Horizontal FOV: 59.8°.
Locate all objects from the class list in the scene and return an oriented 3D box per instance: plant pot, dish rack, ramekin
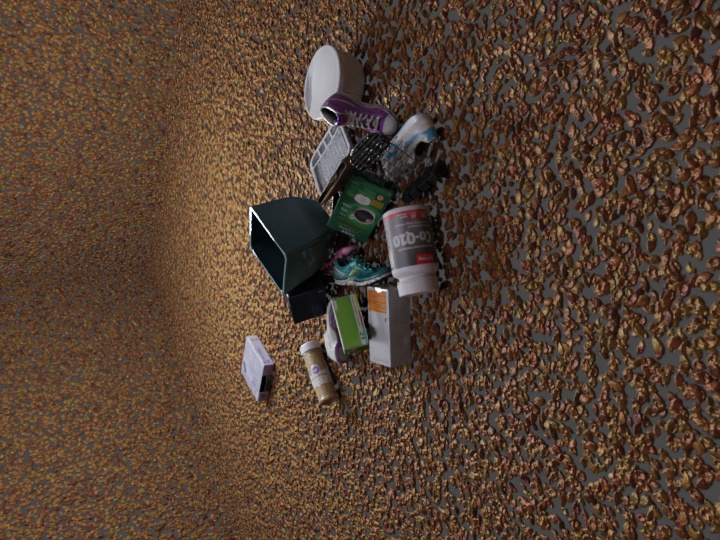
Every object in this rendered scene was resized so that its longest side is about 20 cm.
[{"bbox_3d":[-0.180,-0.091,1.776,0.196,0.199,0.197,52,153,23],"label":"plant pot"},{"bbox_3d":[0.079,-0.243,1.444,0.153,0.199,0.055,-38,24,53],"label":"dish rack"},{"bbox_3d":[-0.069,-0.506,1.717,0.202,0.094,0.204,-6,82,57],"label":"ramekin"},{"bbox_3d":[-0.073,-0.313,1.759,0.172,0.043,0.201,-53,33,28],"label":"dish rack"}]

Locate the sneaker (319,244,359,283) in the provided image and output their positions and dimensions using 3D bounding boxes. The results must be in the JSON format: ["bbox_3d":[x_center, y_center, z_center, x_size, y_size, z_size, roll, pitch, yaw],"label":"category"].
[{"bbox_3d":[-0.051,0.004,1.816,0.096,0.079,0.200,63,146,11],"label":"sneaker"}]

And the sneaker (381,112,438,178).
[{"bbox_3d":[0.114,-0.278,1.489,0.200,0.076,0.081,-53,53,50],"label":"sneaker"}]

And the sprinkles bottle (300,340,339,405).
[{"bbox_3d":[-0.130,0.324,1.989,0.068,0.068,0.201,-55,50,47],"label":"sprinkles bottle"}]

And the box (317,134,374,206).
[{"bbox_3d":[-0.024,-0.268,1.621,0.021,0.200,0.164,40,137,2],"label":"box"}]

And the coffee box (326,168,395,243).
[{"bbox_3d":[-0.001,-0.170,1.651,0.044,0.122,0.200,-74,9,-45],"label":"coffee box"}]

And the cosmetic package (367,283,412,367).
[{"bbox_3d":[0.074,0.140,1.621,0.101,0.071,0.201,5,99,58],"label":"cosmetic package"}]

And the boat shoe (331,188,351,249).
[{"bbox_3d":[-0.057,-0.152,1.801,0.072,0.059,0.201,34,123,51],"label":"boat shoe"}]

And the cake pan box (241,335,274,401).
[{"bbox_3d":[-0.407,0.387,2.470,0.200,0.052,0.185,46,134,46],"label":"cake pan box"}]

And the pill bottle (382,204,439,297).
[{"bbox_3d":[0.122,-0.044,1.472,0.114,0.113,0.201,-20,78,58],"label":"pill bottle"}]

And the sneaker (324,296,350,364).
[{"bbox_3d":[-0.083,0.177,1.879,0.099,0.075,0.201,7,100,57],"label":"sneaker"}]

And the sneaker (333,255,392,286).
[{"bbox_3d":[0.000,0.000,1.678,0.199,0.077,0.080,0,101,40],"label":"sneaker"}]

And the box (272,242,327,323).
[{"bbox_3d":[-0.187,0.026,1.926,0.197,0.117,0.201,91,159,-62],"label":"box"}]

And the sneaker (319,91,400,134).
[{"bbox_3d":[-0.007,-0.374,1.564,0.200,0.114,0.073,22,129,14],"label":"sneaker"}]

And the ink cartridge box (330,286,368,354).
[{"bbox_3d":[-0.029,0.138,1.705,0.200,0.075,0.149,83,172,-75],"label":"ink cartridge box"}]
